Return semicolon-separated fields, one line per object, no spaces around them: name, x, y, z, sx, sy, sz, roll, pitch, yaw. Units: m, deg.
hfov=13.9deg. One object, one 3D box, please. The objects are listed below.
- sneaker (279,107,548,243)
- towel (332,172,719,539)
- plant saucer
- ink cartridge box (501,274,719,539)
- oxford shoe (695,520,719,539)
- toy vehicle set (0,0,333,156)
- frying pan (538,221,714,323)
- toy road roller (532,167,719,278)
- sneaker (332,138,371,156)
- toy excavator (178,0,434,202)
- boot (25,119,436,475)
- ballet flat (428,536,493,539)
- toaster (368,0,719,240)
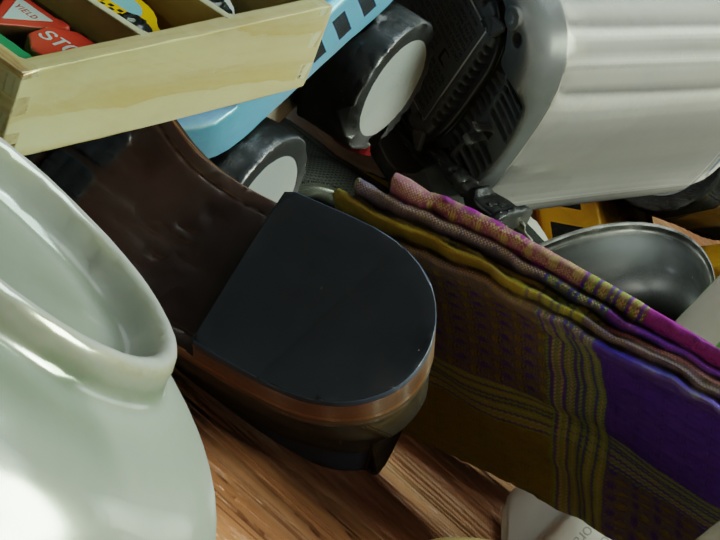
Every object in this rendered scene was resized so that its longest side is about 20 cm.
sneaker;0.000;0.000;1.012;0.200;0.074;0.085;24;25;-35
towel;0.079;0.053;0.847;0.200;0.023;0.144;30;-24;17
plant saucer;-0.097;0.003;0.666;0.200;0.050;0.200;40;10;-9
ink cartridge box;0.166;0.102;0.961;0.200;0.146;0.084;41;12;-7
oxford shoe;0.118;0.157;0.739;0.075;0.058;0.200;22;48;-78
toy vehicle set;-0.122;-0.099;0.809;0.200;0.027;0.124;34;30;26
frying pan;0.083;0.050;1.034;0.031;0.115;0.190;62;1;38
toy road roller;0.110;0.016;1.266;0.123;0.146;0.200;15;66;-69
sneaker;0.009;-0.033;1.139;0.112;0.071;0.200;38;9;-6
toy excavator;-0.023;-0.129;0.886;0.100;0.194;0.200;34;-31;19
boot;-0.066;-0.006;0.837;0.200;0.075;0.097;34;-18;16
ballet flat;0.076;0.112;0.821;0.063;0.069;0.200;40;6;39
toaster;0.062;-0.098;1.001;0.129;0.114;0.200;-4;55;-34
